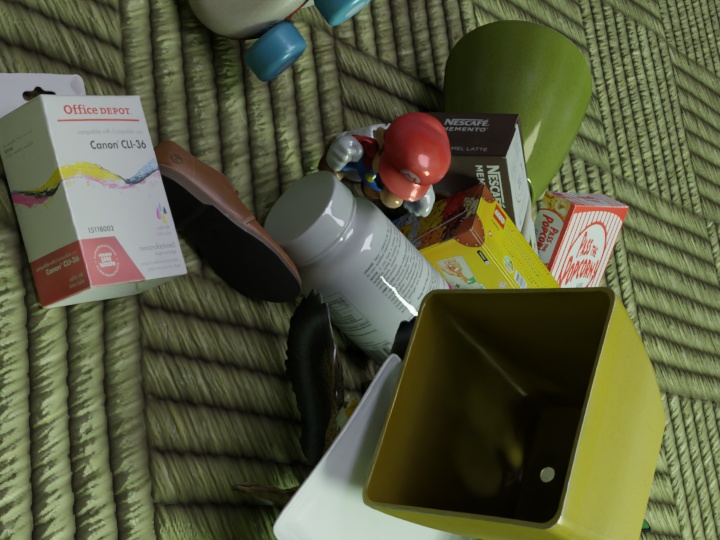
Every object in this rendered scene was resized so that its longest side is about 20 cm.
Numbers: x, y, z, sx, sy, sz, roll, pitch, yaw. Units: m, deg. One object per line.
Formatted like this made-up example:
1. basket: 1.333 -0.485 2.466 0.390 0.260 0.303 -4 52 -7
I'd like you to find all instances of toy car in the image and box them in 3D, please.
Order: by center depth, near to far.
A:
1. toy car: -0.086 -0.310 1.391 0.185 0.176 0.200 53 8 0

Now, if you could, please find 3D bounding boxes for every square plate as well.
1. square plate: 0.023 0.211 1.164 0.199 0.028 0.201 -53 121 -31

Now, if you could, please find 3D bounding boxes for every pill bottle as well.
1. pill bottle: 0.000 0.000 1.350 0.200 0.112 0.114 45 41 -31

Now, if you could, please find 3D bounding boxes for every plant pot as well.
1. plant pot: 0.151 0.145 1.144 0.176 0.198 0.202 39 61 -41
2. plant pot: 0.174 -0.162 1.604 0.187 0.186 0.201 46 41 -29

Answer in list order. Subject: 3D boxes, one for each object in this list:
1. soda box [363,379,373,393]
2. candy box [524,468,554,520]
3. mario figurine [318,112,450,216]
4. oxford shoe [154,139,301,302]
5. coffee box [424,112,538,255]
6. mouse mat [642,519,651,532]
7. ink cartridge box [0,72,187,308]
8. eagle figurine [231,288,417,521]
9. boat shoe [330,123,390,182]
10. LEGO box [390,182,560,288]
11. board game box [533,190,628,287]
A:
1. soda box: 0.091 0.153 1.436 0.199 0.067 0.065 15 62 -50
2. candy box: 0.146 0.236 1.325 0.200 0.167 0.072 -44 112 -27
3. mario figurine: 0.020 -0.092 1.340 0.122 0.200 0.107 -18 96 -19
4. oxford shoe: -0.121 -0.047 1.249 0.200 0.071 0.072 46 37 -28
5. coffee box: 0.130 -0.071 1.499 0.080 0.113 0.202 -66 152 -45
6. mouse mat: 0.246 0.251 1.564 0.161 0.008 0.199 45 20 33
7. ink cartridge box: -0.229 -0.079 1.117 0.116 0.067 0.203 -10 81 -55
8. eagle figurine: -0.008 0.135 1.238 0.151 0.150 0.202 34 54 -25
9. boat shoe: 0.050 -0.131 1.522 0.199 0.069 0.072 -5 75 -55
10. LEGO box: 0.122 0.022 1.475 0.200 0.148 0.078 51 39 -26
11. board game box: 0.243 0.005 1.637 0.151 0.046 0.202 -4 116 -54
